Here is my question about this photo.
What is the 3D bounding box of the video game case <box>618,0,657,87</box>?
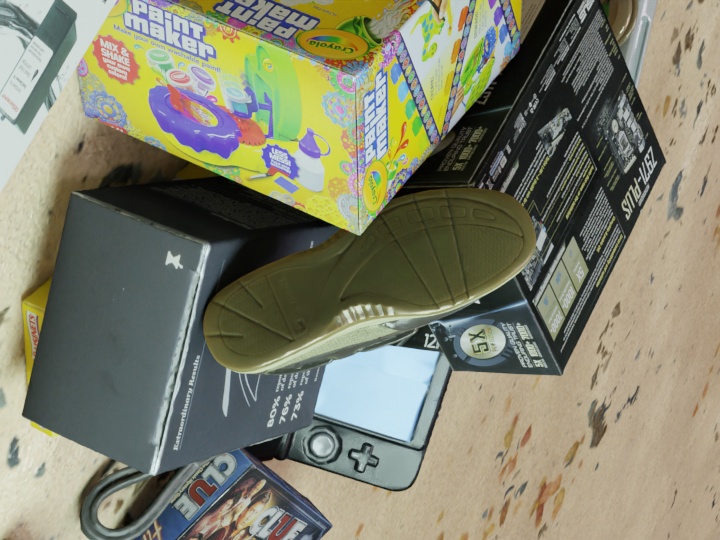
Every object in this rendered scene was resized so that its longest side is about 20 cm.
[{"bbox_3d":[0.140,-0.150,1.694,0.022,0.199,0.184,14,87,-36],"label":"video game case"}]

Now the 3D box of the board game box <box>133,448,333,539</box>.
[{"bbox_3d":[-0.105,0.203,1.648,0.136,0.035,0.200,-45,155,-2],"label":"board game box"}]

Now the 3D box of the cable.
[{"bbox_3d":[-0.112,0.118,1.551,0.201,0.097,0.050,-55,-170,-15],"label":"cable"}]

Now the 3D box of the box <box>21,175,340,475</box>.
[{"bbox_3d":[-0.101,0.028,1.391,0.200,0.104,0.149,-8,116,-62],"label":"box"}]

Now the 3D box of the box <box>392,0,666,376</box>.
[{"bbox_3d":[0.101,-0.062,1.421,0.201,0.086,0.164,-60,136,-35],"label":"box"}]

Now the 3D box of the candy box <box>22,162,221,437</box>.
[{"bbox_3d":[-0.146,0.012,1.443,0.200,0.026,0.103,-44,144,-44],"label":"candy box"}]

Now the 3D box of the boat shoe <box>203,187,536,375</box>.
[{"bbox_3d":[0.006,0.009,1.305,0.199,0.072,0.066,-22,168,1],"label":"boat shoe"}]

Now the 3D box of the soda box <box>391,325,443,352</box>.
[{"bbox_3d":[0.000,0.000,1.530,0.070,0.200,0.064,7,100,-20],"label":"soda box"}]

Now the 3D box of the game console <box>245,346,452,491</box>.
[{"bbox_3d":[-0.011,0.069,1.689,0.119,0.171,0.202,-86,-166,-77],"label":"game console"}]

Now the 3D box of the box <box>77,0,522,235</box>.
[{"bbox_3d":[-0.035,-0.156,1.312,0.193,0.199,0.123,-48,152,-36],"label":"box"}]

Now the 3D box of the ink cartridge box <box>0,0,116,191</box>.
[{"bbox_3d":[-0.198,-0.143,1.113,0.201,0.083,0.147,-61,156,-13],"label":"ink cartridge box"}]

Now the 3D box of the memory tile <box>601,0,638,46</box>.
[{"bbox_3d":[0.141,-0.210,1.676,0.017,0.200,0.155,12,102,-36],"label":"memory tile"}]
